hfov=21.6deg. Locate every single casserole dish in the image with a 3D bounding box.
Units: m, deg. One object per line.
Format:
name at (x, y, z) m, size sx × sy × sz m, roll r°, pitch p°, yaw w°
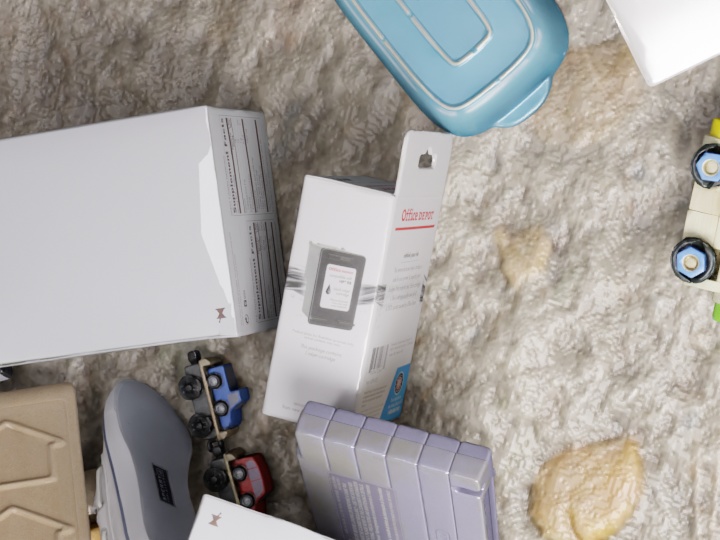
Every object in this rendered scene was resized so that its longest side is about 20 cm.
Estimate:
casserole dish at (0.052, -0.184, 1.277) m, size 0.121 × 0.039 × 0.201 m, roll -40°, pitch 80°, yaw 15°

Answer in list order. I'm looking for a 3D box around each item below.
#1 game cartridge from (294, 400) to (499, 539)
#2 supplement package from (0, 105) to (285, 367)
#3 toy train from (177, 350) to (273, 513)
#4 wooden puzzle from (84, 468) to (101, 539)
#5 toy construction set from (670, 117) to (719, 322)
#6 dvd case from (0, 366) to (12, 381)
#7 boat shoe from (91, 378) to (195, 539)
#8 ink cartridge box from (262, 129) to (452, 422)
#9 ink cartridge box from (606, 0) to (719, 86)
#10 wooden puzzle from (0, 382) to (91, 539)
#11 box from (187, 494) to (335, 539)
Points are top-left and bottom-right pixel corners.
game cartridge at (0.028, 0.158, 1.234) m, size 0.129 × 0.201 × 0.039 m, roll 18°, pitch 59°, yaw 18°
supplement package at (-0.167, -0.023, 1.315) m, size 0.198 × 0.111 × 0.157 m, roll -8°, pitch 91°, yaw 17°
toy train at (-0.084, 0.152, 1.338) m, size 0.045 × 0.034 × 0.202 m, roll -17°, pitch 88°, yaw 14°
wooden puzzle at (-0.213, 0.251, 1.331) m, size 0.184 × 0.046 × 0.202 m, roll -13°, pitch 87°, yaw -10°
toy construction set at (0.269, -0.031, 1.195) m, size 0.130 × 0.092 × 0.202 m, roll 13°, pitch 86°, yaw 16°
dvd case at (-0.349, 0.035, 1.397) m, size 0.198 × 0.018 × 0.144 m, roll -16°, pitch 66°, yaw 18°
boat shoe at (-0.157, 0.153, 1.293) m, size 0.073 × 0.201 × 0.065 m, roll 33°, pitch 112°, yaw -26°
ink cartridge box at (0.000, 0.000, 1.262) m, size 0.066 × 0.116 × 0.202 m, roll 12°, pitch 96°, yaw 17°
ink cartridge box at (0.207, -0.216, 1.154) m, size 0.128 × 0.200 × 0.126 m, roll -25°, pitch 103°, yaw 17°
wooden puzzle at (-0.279, 0.171, 1.298) m, size 0.183 × 0.047 × 0.201 m, roll -8°, pitch 46°, yaw -7°
box at (-0.049, 0.223, 1.209) m, size 0.123 × 0.200 × 0.098 m, roll 19°, pitch 76°, yaw 8°
